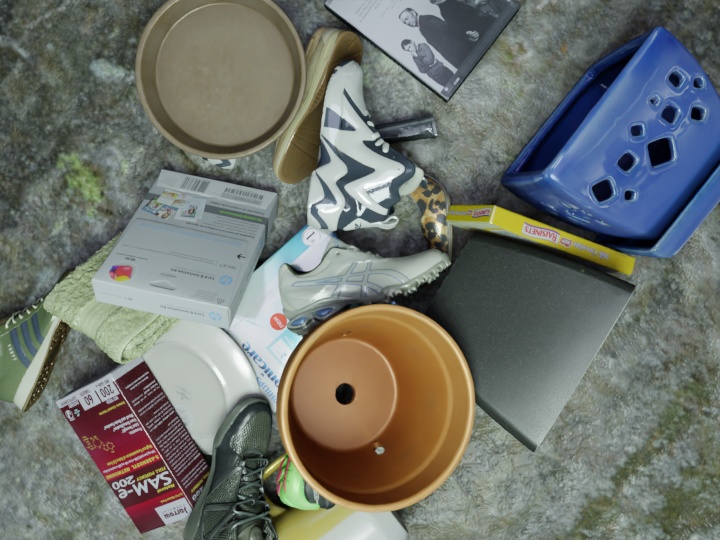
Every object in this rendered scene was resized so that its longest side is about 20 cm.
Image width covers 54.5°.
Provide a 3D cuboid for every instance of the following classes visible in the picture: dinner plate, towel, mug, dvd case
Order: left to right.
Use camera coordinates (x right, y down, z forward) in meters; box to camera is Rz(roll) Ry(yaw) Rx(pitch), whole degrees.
[{"bbox_3d":[-0.260,0.008,0.836,0.148,0.037,0.200,29,55,19],"label":"towel"},{"bbox_3d":[-0.214,0.145,0.862,0.200,0.024,0.201,9,114,22],"label":"dinner plate"},{"bbox_3d":[-0.036,0.318,0.848,0.153,0.149,0.187,-36,109,-5],"label":"mug"},{"bbox_3d":[0.077,-0.333,0.881,0.200,0.025,0.150,38,93,1],"label":"dvd case"}]

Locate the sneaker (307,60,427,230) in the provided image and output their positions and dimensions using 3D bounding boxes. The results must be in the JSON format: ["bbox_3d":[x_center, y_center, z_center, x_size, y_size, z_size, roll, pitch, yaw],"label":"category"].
[{"bbox_3d":[0.016,-0.138,0.803,0.129,0.080,0.200,9,73,-3],"label":"sneaker"}]

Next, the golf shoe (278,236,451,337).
[{"bbox_3d":[0.000,0.000,0.788,0.200,0.078,0.097,-20,85,0],"label":"golf shoe"}]

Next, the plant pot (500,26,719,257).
[{"bbox_3d":[0.305,-0.126,0.799,0.180,0.200,0.200,38,92,-6],"label":"plant pot"}]

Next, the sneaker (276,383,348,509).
[{"bbox_3d":[-0.040,0.197,0.847,0.084,0.077,0.200,25,53,-11],"label":"sneaker"}]

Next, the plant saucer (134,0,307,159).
[{"bbox_3d":[-0.160,-0.229,0.815,0.200,0.029,0.201,0,95,1],"label":"plant saucer"}]

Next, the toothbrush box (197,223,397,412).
[{"bbox_3d":[-0.075,0.051,0.869,0.200,0.085,0.146,-40,89,4],"label":"toothbrush box"}]

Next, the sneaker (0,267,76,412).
[{"bbox_3d":[-0.424,0.075,0.889,0.090,0.067,0.200,26,96,-4],"label":"sneaker"}]

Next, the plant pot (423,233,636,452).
[{"bbox_3d":[0.174,0.064,0.815,0.177,0.200,0.200,31,93,11],"label":"plant pot"}]

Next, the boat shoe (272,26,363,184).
[{"bbox_3d":[-0.064,-0.206,0.876,0.064,0.071,0.200,28,93,36],"label":"boat shoe"}]

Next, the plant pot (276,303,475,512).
[{"bbox_3d":[0.002,0.136,0.740,0.200,0.140,0.201,1,86,-17],"label":"plant pot"}]

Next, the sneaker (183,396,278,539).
[{"bbox_3d":[-0.128,0.251,0.797,0.114,0.076,0.200,20,89,45],"label":"sneaker"}]

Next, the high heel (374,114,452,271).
[{"bbox_3d":[0.037,-0.087,0.868,0.142,0.071,0.200,-10,83,3],"label":"high heel"}]

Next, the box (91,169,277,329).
[{"bbox_3d":[-0.198,-0.032,0.827,0.156,0.200,0.041,11,135,3],"label":"box"}]

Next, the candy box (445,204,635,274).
[{"bbox_3d":[0.209,-0.036,0.814,0.200,0.102,0.026,17,90,-22],"label":"candy box"}]

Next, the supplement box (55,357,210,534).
[{"bbox_3d":[-0.274,0.216,0.866,0.109,0.061,0.200,-27,98,27],"label":"supplement box"}]

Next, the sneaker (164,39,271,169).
[{"bbox_3d":[-0.185,-0.238,0.865,0.129,0.080,0.200,19,103,-7],"label":"sneaker"}]
